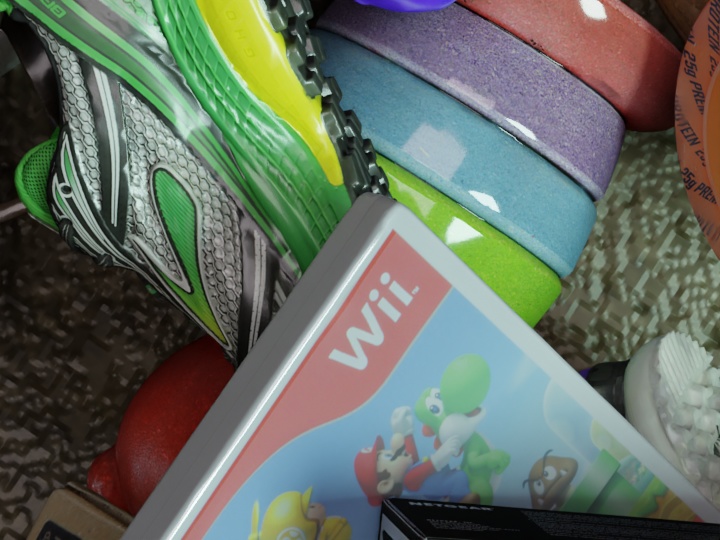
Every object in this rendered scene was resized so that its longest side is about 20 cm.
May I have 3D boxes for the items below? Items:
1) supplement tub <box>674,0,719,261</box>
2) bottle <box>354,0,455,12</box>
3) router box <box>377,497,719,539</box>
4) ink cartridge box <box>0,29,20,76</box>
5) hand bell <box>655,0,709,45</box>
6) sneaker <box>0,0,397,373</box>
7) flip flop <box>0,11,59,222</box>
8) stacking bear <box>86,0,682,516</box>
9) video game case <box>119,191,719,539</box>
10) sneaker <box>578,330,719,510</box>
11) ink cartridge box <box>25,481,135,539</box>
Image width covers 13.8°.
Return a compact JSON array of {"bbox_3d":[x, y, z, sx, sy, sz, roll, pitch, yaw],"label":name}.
[{"bbox_3d":[0.194,-0.051,0.832,0.200,0.122,0.123,-13,86,-33],"label":"supplement tub"},{"bbox_3d":[-0.032,-0.144,0.837,0.200,0.065,0.084,36,97,42],"label":"bottle"},{"bbox_3d":[0.097,0.143,0.715,0.199,0.052,0.158,6,95,-11],"label":"router box"},{"bbox_3d":[-0.166,-0.089,0.872,0.200,0.067,0.117,-37,89,-6],"label":"ink cartridge box"},{"bbox_3d":[0.079,-0.152,0.864,0.104,0.104,0.201,-15,80,-5],"label":"hand bell"},{"bbox_3d":[-0.037,-0.015,0.768,0.085,0.078,0.200,-22,99,9],"label":"sneaker"},{"bbox_3d":[-0.087,-0.072,0.810,0.057,0.081,0.201,11,82,-11],"label":"flip flop"},{"bbox_3d":[0.000,0.000,0.861,0.121,0.114,0.200,31,89,-1],"label":"stacking bear"},{"bbox_3d":[0.025,0.094,0.748,0.200,0.017,0.143,43,76,-36],"label":"video game case"},{"bbox_3d":[0.089,0.119,0.879,0.099,0.070,0.201,-19,103,23],"label":"sneaker"},{"bbox_3d":[-0.031,0.174,0.787,0.200,0.075,0.165,32,84,-37],"label":"ink cartridge box"}]
